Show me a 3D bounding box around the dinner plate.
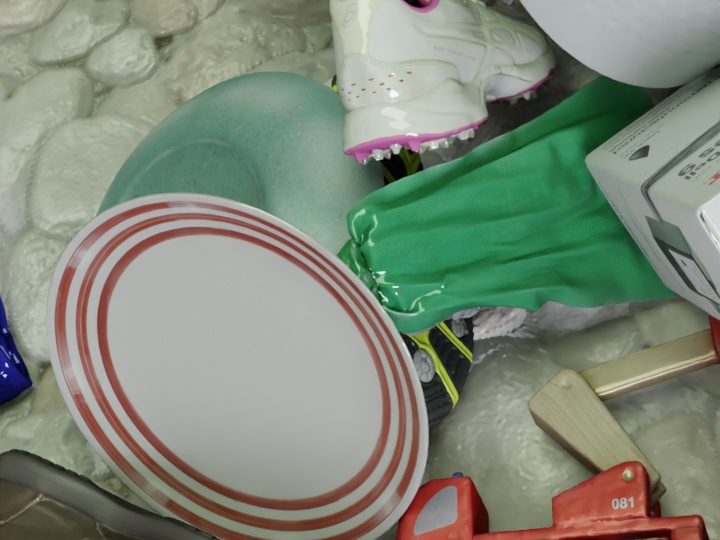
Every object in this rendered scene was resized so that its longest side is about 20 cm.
[{"bbox_3d":[-0.056,0.048,1.142,0.200,0.201,0.024,11,36,21],"label":"dinner plate"}]

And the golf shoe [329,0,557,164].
[{"bbox_3d":[0.042,-0.116,1.206,0.075,0.200,0.092,-14,100,24],"label":"golf shoe"}]

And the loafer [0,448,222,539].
[{"bbox_3d":[-0.102,0.152,1.163,0.200,0.073,0.071,20,78,30],"label":"loafer"}]

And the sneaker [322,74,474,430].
[{"bbox_3d":[0.000,0.000,1.226,0.076,0.075,0.200,-31,54,30],"label":"sneaker"}]

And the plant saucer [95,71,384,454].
[{"bbox_3d":[-0.077,-0.010,1.215,0.201,0.039,0.202,-15,65,34],"label":"plant saucer"}]

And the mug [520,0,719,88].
[{"bbox_3d":[0.155,-0.209,1.095,0.147,0.175,0.200,-9,72,-38],"label":"mug"}]

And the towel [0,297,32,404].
[{"bbox_3d":[-0.285,0.042,1.283,0.200,0.050,0.148,-27,56,-1],"label":"towel"}]

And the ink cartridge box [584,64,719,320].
[{"bbox_3d":[0.199,-0.047,1.078,0.146,0.200,0.084,-35,102,-2],"label":"ink cartridge box"}]

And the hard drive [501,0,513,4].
[{"bbox_3d":[0.023,-0.242,1.208,0.200,0.033,0.140,30,103,-2],"label":"hard drive"}]

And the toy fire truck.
[{"bbox_3d":[0.114,0.093,1.142,0.199,0.049,0.141,-6,59,13],"label":"toy fire truck"}]

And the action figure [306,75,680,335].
[{"bbox_3d":[0.060,-0.017,1.165,0.200,0.055,0.118,-18,86,-28],"label":"action figure"}]
